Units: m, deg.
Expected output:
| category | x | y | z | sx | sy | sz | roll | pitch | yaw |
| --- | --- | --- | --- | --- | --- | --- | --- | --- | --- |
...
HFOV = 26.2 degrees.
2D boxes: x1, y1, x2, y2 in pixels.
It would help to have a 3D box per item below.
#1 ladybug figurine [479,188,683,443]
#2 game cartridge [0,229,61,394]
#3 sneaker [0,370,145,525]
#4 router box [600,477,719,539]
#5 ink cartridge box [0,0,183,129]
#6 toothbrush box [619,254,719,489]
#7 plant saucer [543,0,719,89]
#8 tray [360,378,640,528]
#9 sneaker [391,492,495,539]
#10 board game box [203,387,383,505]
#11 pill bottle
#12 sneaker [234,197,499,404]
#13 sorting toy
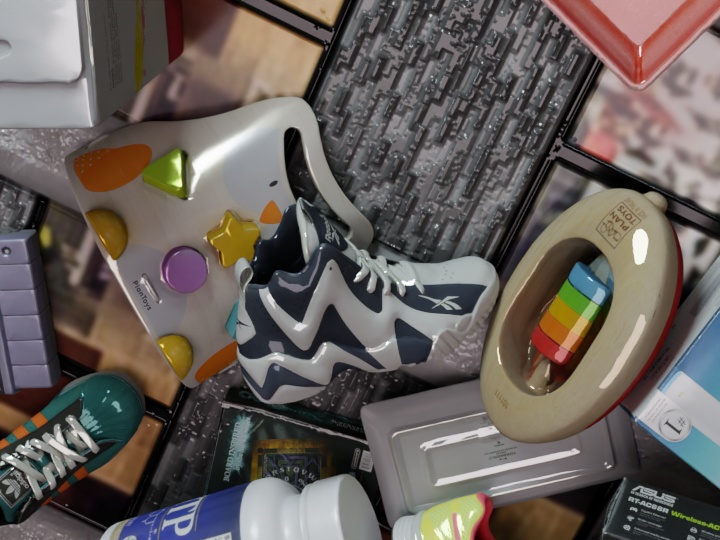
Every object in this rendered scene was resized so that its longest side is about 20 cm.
| category | x | y | z | sx | sy | sz | roll | pitch | yaw |
| --- | --- | --- | --- | --- | --- | --- | --- | --- | --- |
| ladybug figurine | 0.161 | 0.035 | 1.083 | 0.071 | 0.136 | 0.201 | 17 | 115 | -39 |
| game cartridge | -0.339 | 0.036 | 1.211 | 0.197 | 0.038 | 0.131 | -2 | 106 | 11 |
| sneaker | -0.253 | 0.154 | 1.213 | 0.199 | 0.080 | 0.072 | -35 | 102 | 20 |
| router box | 0.255 | 0.244 | 1.065 | 0.198 | 0.062 | 0.151 | 17 | 128 | 16 |
| ink cartridge box | -0.215 | -0.186 | 1.012 | 0.143 | 0.200 | 0.147 | 1 | 111 | 9 |
| toothbrush box | 0.300 | 0.099 | 1.077 | 0.199 | 0.085 | 0.147 | 38 | 94 | -7 |
| plant saucer | 0.181 | -0.256 | 0.999 | 0.200 | 0.037 | 0.200 | 43 | 112 | -7 |
| tray | 0.106 | 0.131 | 1.160 | 0.197 | 0.022 | 0.109 | -13 | 108 | 5 |
| sneaker | 0.105 | 0.253 | 1.129 | 0.090 | 0.078 | 0.201 | -33 | 85 | 14 |
| board game box | -0.062 | 0.201 | 1.227 | 0.134 | 0.028 | 0.202 | 16 | 113 | 4 |
| pill bottle | -0.088 | 0.223 | 1.160 | 0.198 | 0.120 | 0.121 | -19 | 107 | 16 |
| sneaker | 0.000 | 0.000 | 1.078 | 0.197 | 0.080 | 0.131 | -17 | 122 | -6 |
| sorting toy | -0.091 | -0.032 | 1.122 | 0.179 | 0.107 | 0.202 | -29 | 104 | -1 |
